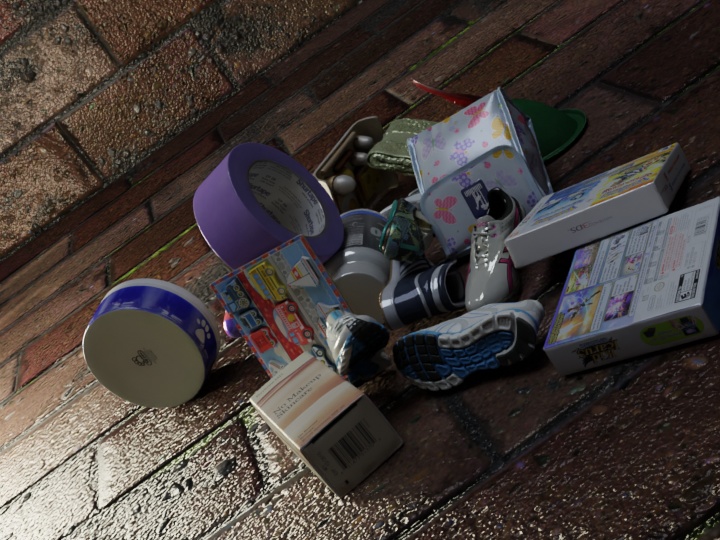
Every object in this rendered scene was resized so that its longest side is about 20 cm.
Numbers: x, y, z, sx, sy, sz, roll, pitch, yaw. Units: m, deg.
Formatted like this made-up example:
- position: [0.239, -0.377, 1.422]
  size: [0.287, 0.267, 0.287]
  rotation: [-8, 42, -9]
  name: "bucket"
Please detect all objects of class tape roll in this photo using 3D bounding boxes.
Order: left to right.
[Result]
- position: [-0.125, -0.075, 1.582]
  size: [0.085, 0.200, 0.200]
  rotation: [-42, 16, 29]
  name: "tape roll"

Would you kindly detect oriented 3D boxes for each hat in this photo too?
- position: [0.219, -0.256, 1.751]
  size: [0.200, 0.176, 0.166]
  rotation: [-32, 24, 5]
  name: "hat"

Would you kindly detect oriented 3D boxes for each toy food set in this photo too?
- position: [0.000, -0.145, 1.911]
  size: [0.060, 0.144, 0.200]
  rotation: [3, 40, 32]
  name: "toy food set"

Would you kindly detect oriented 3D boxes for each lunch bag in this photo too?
- position: [0.172, -0.131, 1.621]
  size: [0.170, 0.127, 0.200]
  rotation: [-26, 56, 24]
  name: "lunch bag"

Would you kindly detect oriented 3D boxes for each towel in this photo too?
- position: [0.123, -0.202, 1.885]
  size: [0.200, 0.036, 0.148]
  rotation: [9, 38, 20]
  name: "towel"

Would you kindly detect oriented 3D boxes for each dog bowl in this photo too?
- position: [-0.323, 0.114, 1.771]
  size: [0.200, 0.200, 0.079]
  rotation: [-25, 26, 26]
  name: "dog bowl"

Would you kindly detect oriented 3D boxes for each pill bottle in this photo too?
- position: [0.000, 0.000, 1.645]
  size: [0.114, 0.114, 0.200]
  rotation: [-29, 23, 16]
  name: "pill bottle"

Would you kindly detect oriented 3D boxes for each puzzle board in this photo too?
- position: [-0.087, 0.069, 1.513]
  size: [0.151, 0.200, 0.017]
  rotation: [-28, 13, 20]
  name: "puzzle board"

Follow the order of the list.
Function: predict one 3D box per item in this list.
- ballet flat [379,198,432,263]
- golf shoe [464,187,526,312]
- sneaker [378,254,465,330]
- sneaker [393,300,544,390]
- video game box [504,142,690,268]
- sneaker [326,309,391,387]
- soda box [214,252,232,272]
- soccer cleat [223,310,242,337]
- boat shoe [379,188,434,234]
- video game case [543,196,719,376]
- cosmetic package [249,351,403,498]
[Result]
- position: [0.066, -0.050, 1.566]
  size: [0.074, 0.074, 0.200]
  rotation: [-30, 12, 14]
  name: "ballet flat"
- position: [0.165, -0.021, 1.471]
  size: [0.073, 0.092, 0.200]
  rotation: [-20, 32, 36]
  name: "golf shoe"
- position: [0.095, 0.011, 1.546]
  size: [0.108, 0.070, 0.200]
  rotation: [-19, 20, 19]
  name: "sneaker"
- position: [0.131, 0.082, 1.342]
  size: [0.200, 0.075, 0.087]
  rotation: [-17, 14, 35]
  name: "sneaker"
- position: [0.294, -0.081, 1.415]
  size: [0.200, 0.047, 0.182]
  rotation: [-23, 12, 30]
  name: "video game box"
- position: [-0.015, 0.082, 1.399]
  size: [0.075, 0.087, 0.200]
  rotation: [-33, -16, -9]
  name: "sneaker"
- position: [-0.121, 0.013, 1.673]
  size: [0.064, 0.200, 0.068]
  rotation: [-39, 21, 12]
  name: "soda box"
- position: [-0.138, 0.035, 1.852]
  size: [0.200, 0.067, 0.076]
  rotation: [-42, 27, -23]
  name: "soccer cleat"
- position: [0.102, -0.093, 1.768]
  size: [0.200, 0.072, 0.071]
  rotation: [-26, 13, -4]
  name: "boat shoe"
- position: [0.306, 0.017, 1.245]
  size: [0.181, 0.045, 0.200]
  rotation: [-19, 26, 35]
  name: "video game case"
- position: [-0.046, 0.180, 1.375]
  size: [0.103, 0.087, 0.200]
  rotation: [-41, 22, -12]
  name: "cosmetic package"
